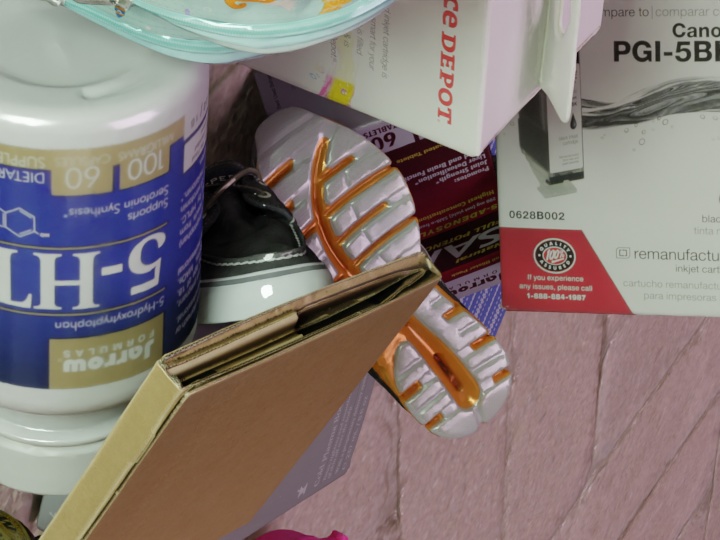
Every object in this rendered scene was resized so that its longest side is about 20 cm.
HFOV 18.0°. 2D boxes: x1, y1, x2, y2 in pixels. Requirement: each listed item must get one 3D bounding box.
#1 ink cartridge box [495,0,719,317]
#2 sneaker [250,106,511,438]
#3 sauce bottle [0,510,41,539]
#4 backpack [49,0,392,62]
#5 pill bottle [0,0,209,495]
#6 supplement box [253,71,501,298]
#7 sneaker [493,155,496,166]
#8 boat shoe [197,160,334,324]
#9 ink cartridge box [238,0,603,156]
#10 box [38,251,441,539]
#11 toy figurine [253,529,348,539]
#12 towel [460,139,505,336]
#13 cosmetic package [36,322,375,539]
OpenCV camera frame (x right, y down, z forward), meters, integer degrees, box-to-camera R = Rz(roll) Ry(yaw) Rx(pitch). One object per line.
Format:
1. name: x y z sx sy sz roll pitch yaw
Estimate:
1. ink cartridge box: 0.147 -0.082 1.208 0.083 0.146 0.202 -35 124 -67
2. sneaker: 0.000 0.000 1.158 0.078 0.077 0.201 -35 117 -6
3. sauce bottle: -0.184 0.135 1.022 0.065 0.064 0.200 -67 159 0
4. backpack: -0.052 -0.170 0.834 0.178 0.199 0.151 -53 154 -32
5. pill bottle: -0.125 -0.011 0.943 0.120 0.119 0.201 -43 147 -45
6. supplement box: 0.019 -0.049 1.239 0.108 0.061 0.200 -20 150 2
7. sneaker: 0.115 -0.027 1.474 0.200 0.079 0.076 2 107 -67
8. boat shoe: -0.061 -0.018 1.049 0.200 0.069 0.067 -152 -127 -76
9. ink cartridge box: 0.024 -0.155 1.036 0.125 0.199 0.129 -46 150 -41
10. box: -0.065 0.079 0.989 0.163 0.021 0.200 -24 158 -46
11. toy figurine: -0.058 0.241 1.353 0.200 0.150 0.184 -57 178 39
12. towel: 0.074 -0.018 1.522 0.146 0.024 0.200 -67 159 -8
13. cosmetic package: -0.073 0.076 1.186 0.200 0.090 0.107 -33 143 -59
